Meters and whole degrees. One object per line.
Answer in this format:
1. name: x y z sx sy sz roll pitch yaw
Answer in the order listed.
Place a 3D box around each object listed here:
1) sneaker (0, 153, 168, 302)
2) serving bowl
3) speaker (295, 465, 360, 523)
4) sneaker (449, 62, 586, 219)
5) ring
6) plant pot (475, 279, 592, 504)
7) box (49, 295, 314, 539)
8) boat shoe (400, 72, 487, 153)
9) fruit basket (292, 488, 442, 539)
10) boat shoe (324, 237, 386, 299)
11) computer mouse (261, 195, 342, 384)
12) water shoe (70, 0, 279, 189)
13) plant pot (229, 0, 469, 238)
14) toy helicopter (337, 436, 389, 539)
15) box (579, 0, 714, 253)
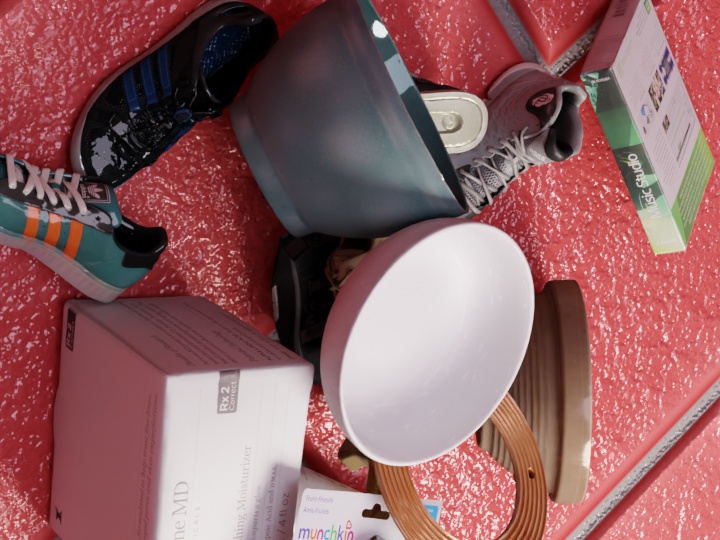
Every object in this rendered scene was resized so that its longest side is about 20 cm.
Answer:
1. sneaker: -0.233 -0.051 1.514 0.080 0.071 0.200 -36 134 22
2. serving bowl: 0.041 0.048 1.521 0.200 0.066 0.200 -20 123 -35
3. speaker: -0.036 0.219 1.718 0.200 0.081 0.081 28 87 -34
4. sneaker: 0.123 -0.097 1.710 0.075 0.115 0.200 44 78 -32
5. ring: 0.079 0.162 1.610 0.200 0.019 0.201 23 55 -37
6. plant pot: 0.149 0.108 1.759 0.092 0.201 0.201 -1 106 0
7. box: -0.147 0.140 1.554 0.131 0.200 0.199 -3 107 -31
8. boat shoe: 0.004 -0.138 1.661 0.200 0.068 0.072 6 109 -17
9. fruit basket: 0.000 0.275 1.542 0.185 0.094 0.200 15 90 -51
10. boat shoe: 0.000 0.000 1.641 0.065 0.072 0.200 20 86 -34
11. computer mouse: -0.029 -0.012 1.688 0.140 0.046 0.200 -29 120 -40
12. water shoe: -0.149 -0.140 1.553 0.200 0.079 0.072 -50 122 -11
13. plant pot: -0.019 -0.106 1.535 0.134 0.200 0.200 -25 119 8
14. toy helicopter: 0.034 0.151 1.671 0.079 0.132 0.200 44 38 -32
15. box: 0.263 -0.136 1.792 0.200 0.036 0.144 62 34 -27
